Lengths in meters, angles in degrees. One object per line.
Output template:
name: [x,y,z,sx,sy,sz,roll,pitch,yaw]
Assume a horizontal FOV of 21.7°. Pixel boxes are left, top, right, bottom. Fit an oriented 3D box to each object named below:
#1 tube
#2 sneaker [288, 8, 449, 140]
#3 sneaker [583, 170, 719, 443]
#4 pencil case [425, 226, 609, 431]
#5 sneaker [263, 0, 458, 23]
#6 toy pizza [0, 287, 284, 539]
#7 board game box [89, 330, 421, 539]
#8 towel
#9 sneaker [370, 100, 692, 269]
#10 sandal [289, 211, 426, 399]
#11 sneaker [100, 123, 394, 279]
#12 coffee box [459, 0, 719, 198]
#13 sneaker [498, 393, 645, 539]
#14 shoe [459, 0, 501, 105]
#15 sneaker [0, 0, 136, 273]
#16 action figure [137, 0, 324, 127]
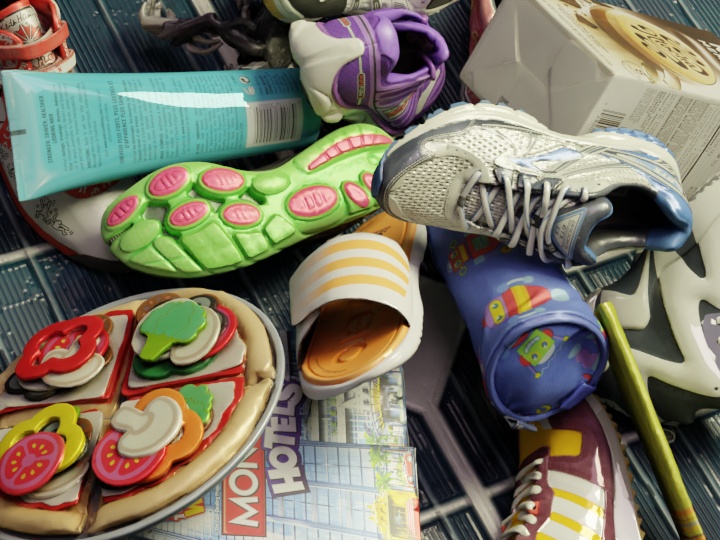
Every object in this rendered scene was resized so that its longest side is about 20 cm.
tube: [-0.121,-0.092,1.155,0.200,0.050,0.078,-8,84,-30]
sneaker: [0.025,-0.129,1.210,0.083,0.200,0.081,-14,90,18]
sneaker: [0.225,0.025,1.168,0.199,0.079,0.130,-44,87,6]
pencil case: [0.092,0.011,1.146,0.078,0.087,0.200,-36,34,11]
sneaker: [0.004,-0.202,1.226,0.200,0.087,0.076,-11,94,-61]
toy pizza: [-0.139,0.073,1.052,0.200,0.032,0.200,-15,37,12]
board game box: [-0.070,0.113,1.086,0.199,0.062,0.200,4,56,-12]
towel: [0.181,0.113,1.097,0.018,0.086,0.200,-22,83,1]
sneaker: [0.106,-0.044,1.090,0.199,0.077,0.085,0,36,-18]
sandal: [-0.007,0.003,1.107,0.079,0.059,0.207,-25,24,17]
sneaker: [-0.065,-0.033,1.173,0.200,0.084,0.077,-13,74,-23]
coffee box: [0.179,-0.112,1.225,0.200,0.080,0.113,6,34,-43]
sneaker: [0.111,0.149,1.098,0.090,0.075,0.200,-2,56,-21]
shoe: [0.114,-0.197,1.321,0.071,0.091,0.200,14,55,-4]
sneaker: [-0.193,-0.095,1.167,0.067,0.108,0.201,-30,68,-29]
action figure: [-0.080,-0.188,1.264,0.119,0.102,0.201,-15,97,-47]
